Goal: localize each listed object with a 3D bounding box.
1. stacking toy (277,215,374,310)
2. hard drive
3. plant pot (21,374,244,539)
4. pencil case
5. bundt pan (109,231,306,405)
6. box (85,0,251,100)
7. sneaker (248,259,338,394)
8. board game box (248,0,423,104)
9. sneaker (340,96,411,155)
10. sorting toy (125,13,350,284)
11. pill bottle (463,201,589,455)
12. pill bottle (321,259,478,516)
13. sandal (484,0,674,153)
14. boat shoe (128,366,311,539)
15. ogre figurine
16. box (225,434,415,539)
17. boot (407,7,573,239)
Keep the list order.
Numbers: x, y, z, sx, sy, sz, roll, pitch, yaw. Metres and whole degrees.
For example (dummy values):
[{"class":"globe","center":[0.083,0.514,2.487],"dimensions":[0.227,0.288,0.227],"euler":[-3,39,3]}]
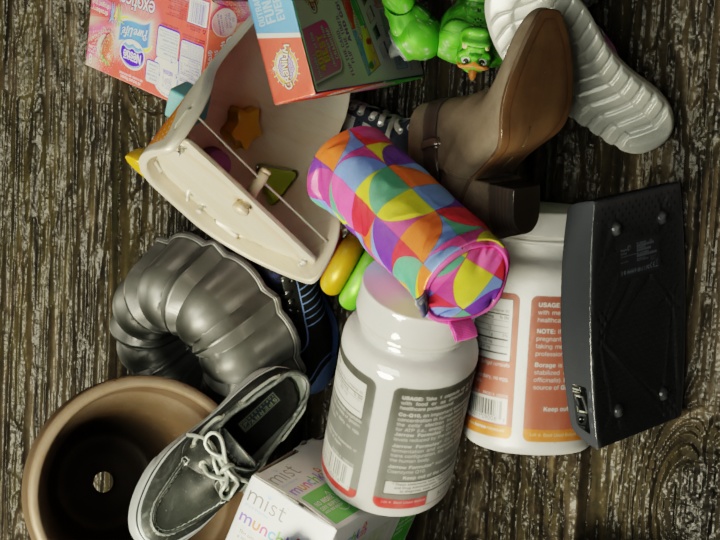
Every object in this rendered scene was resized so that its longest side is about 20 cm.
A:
[{"class":"stacking toy","center":[0.000,0.000,1.630],"dimensions":[0.200,0.085,0.085],"euler":[31,114,-1]},{"class":"hard drive","center":[0.213,0.033,1.530],"dimensions":[0.042,0.135,0.201],"euler":[8,105,42]},{"class":"plant pot","center":[-0.213,0.192,1.697],"dimensions":[0.175,0.200,0.201],"euler":[172,83,-71]},{"class":"pencil case","center":[0.036,-0.034,1.485],"dimensions":[0.200,0.088,0.089],"euler":[50,121,43]},{"class":"bundt pan","center":[-0.150,0.070,1.718],"dimensions":[0.202,0.076,0.202],"euler":[24,134,28]},{"class":"box","center":[-0.151,-0.207,1.660],"dimensions":[0.200,0.095,0.103],"euler":[25,113,49]},{"class":"sneaker","center":[-0.067,0.020,1.706],"dimensions":[0.070,0.078,0.201],"euler":[1,100,28]},{"class":"board game box","center":[-0.025,-0.223,1.569],"dimensions":[0.040,0.200,0.153],"euler":[-13,92,29]},{"class":"sneaker","center":[0.011,-0.127,1.643],"dimensions":[0.200,0.070,0.109],"euler":[49,116,11]},{"class":"sorting toy","center":[-0.083,-0.121,1.558],"dimensions":[0.107,0.200,0.180],"euler":[13,67,45]},{"class":"pill bottle","center":[0.146,0.046,1.575],"dimensions":[0.112,0.112,0.201],"euler":[8,100,27]},{"class":"pill bottle","center":[0.035,0.093,1.554],"dimensions":[0.114,0.114,0.200],"euler":[26,127,22]},{"class":"sandal","center":[0.173,-0.172,1.528],"dimensions":[0.082,0.050,0.203],"euler":[-33,114,27]},{"class":"boat shoe","center":[-0.116,0.160,1.606],"dimensions":[0.074,0.199,0.068],"euler":[52,162,-10]},{"class":"ogre figurine","center":[0.102,-0.224,1.560],"dimensions":[0.098,0.199,0.120],"euler":[-123,34,-59]},{"class":"box","center":[-0.042,0.245,1.665],"dimensions":[0.097,0.200,0.177],"euler":[31,111,19]},{"class":"boot","center":[0.095,-0.117,1.516],"dimensions":[0.146,0.070,0.201],"euler":[21,104,54]}]
